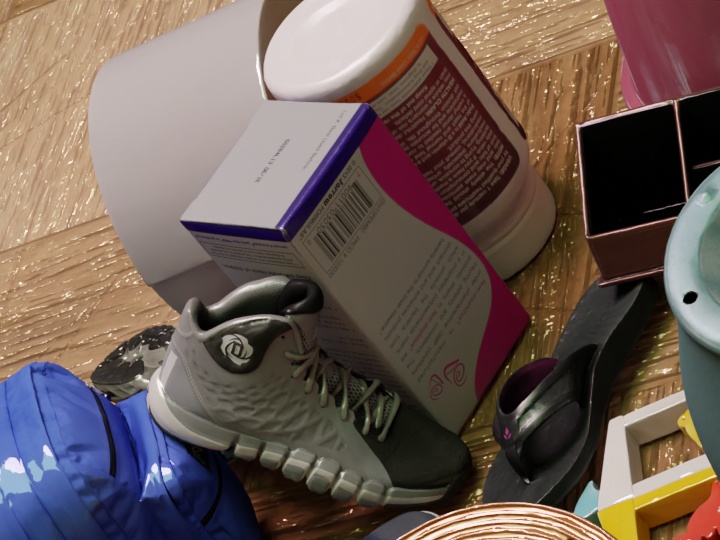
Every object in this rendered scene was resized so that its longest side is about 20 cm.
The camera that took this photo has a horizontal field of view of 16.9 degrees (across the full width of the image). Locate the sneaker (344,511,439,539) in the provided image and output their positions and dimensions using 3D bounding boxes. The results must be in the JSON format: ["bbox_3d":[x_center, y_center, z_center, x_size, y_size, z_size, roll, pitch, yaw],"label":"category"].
[{"bbox_3d":[-0.020,0.205,1.377,0.078,0.079,0.200,11,57,49],"label":"sneaker"}]

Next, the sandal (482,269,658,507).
[{"bbox_3d":[0.111,0.068,1.420,0.075,0.048,0.201,-21,32,47],"label":"sandal"}]

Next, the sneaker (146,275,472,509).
[{"bbox_3d":[-0.019,0.065,1.418,0.075,0.199,0.116,-84,11,-57],"label":"sneaker"}]

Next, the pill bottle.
[{"bbox_3d":[0.036,-0.086,1.543,0.114,0.200,0.114,-25,36,20],"label":"pill bottle"}]

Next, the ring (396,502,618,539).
[{"bbox_3d":[0.069,0.216,1.292,0.200,0.019,0.201,-12,53,17],"label":"ring"}]

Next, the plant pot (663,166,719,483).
[{"bbox_3d":[0.241,0.035,1.187,0.199,0.188,0.201,-18,47,21],"label":"plant pot"}]

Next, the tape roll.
[{"bbox_3d":[-0.070,-0.077,1.632,0.139,0.203,0.203,-20,39,25],"label":"tape roll"}]

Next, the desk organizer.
[{"bbox_3d":[0.223,-0.061,1.419,0.199,0.077,0.072,-14,30,23],"label":"desk organizer"}]

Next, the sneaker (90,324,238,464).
[{"bbox_3d":[-0.089,0.085,1.568,0.078,0.086,0.200,-45,26,-22],"label":"sneaker"}]

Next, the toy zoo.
[{"bbox_3d":[0.205,0.108,1.325,0.199,0.020,0.132,-25,37,20],"label":"toy zoo"}]

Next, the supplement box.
[{"bbox_3d":[0.000,0.000,1.481,0.103,0.200,0.101,6,54,48],"label":"supplement box"}]

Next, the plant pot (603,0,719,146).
[{"bbox_3d":[0.230,-0.180,1.487,0.199,0.179,0.200,-24,38,20],"label":"plant pot"}]

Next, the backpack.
[{"bbox_3d":[-0.165,0.149,1.466,0.168,0.200,0.163,-38,34,3],"label":"backpack"}]
